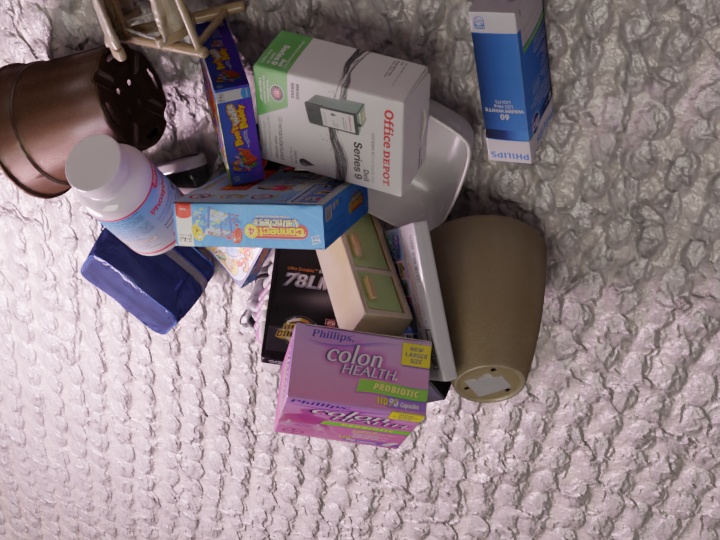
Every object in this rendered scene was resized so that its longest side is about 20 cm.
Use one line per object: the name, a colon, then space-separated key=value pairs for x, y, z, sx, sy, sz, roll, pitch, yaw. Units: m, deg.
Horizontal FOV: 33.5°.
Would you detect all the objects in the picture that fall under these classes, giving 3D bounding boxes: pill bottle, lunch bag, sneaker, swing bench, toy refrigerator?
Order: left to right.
pill bottle: x=-0.317 y=-0.104 z=1.630 sx=0.108 sy=0.110 sz=0.200 roll=11 pitch=163 yaw=21
swing bench: x=-0.279 y=-0.381 z=1.506 sx=0.198 sy=0.130 sz=0.200 roll=3 pitch=132 yaw=28
lunch bag: x=-0.338 y=-0.013 z=1.895 sx=0.200 sy=0.133 sz=0.136 roll=40 pitch=153 yaw=-11
sneaker: x=-0.293 y=-0.104 z=1.787 sx=0.199 sy=0.073 sz=0.113 roll=-5 pitch=105 yaw=44
sneaker: x=-0.096 y=0.019 z=1.751 sx=0.088 sy=0.202 sz=0.080 roll=21 pitch=164 yaw=-13
sneaker: x=-0.091 y=0.052 z=1.819 sx=0.198 sy=0.115 sz=0.076 roll=2 pitch=135 yaw=29
toy refrigerator: x=0.000 y=0.000 z=1.583 sx=0.075 sy=0.201 sz=0.070 roll=9 pitch=136 yaw=-30

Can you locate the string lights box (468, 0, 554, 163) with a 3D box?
string lights box: x=0.179 y=-0.237 z=1.394 sx=0.058 sy=0.103 sz=0.202 roll=7 pitch=133 yaw=23

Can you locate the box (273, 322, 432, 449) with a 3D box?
box: x=-0.014 y=0.153 z=1.543 sx=0.174 sy=0.098 sz=0.200 roll=9 pitch=158 yaw=-6

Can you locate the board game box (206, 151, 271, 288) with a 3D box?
board game box: x=-0.178 y=-0.082 z=1.773 sx=0.136 sy=0.034 sz=0.201 roll=47 pitch=140 yaw=12

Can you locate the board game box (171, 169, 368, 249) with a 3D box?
board game box: x=-0.108 y=-0.080 z=1.506 sx=0.193 sy=0.200 sz=0.057 roll=2 pitch=106 yaw=16

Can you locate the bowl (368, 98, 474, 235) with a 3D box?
bowl: x=0.049 y=-0.162 z=1.565 sx=0.198 sy=0.075 sz=0.201 roll=27 pitch=139 yaw=5

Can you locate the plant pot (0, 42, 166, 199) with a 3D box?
plant pot: x=-0.393 y=-0.220 z=1.692 sx=0.196 sy=0.201 sz=0.201 roll=-12 pitch=124 yaw=29

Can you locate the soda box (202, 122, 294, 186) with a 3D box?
soda box: x=-0.152 y=-0.130 z=1.652 sx=0.071 sy=0.063 sz=0.200 roll=49 pitch=114 yaw=10

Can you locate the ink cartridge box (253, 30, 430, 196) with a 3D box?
ink cartridge box: x=-0.022 y=-0.192 z=1.462 sx=0.198 sy=0.084 sz=0.147 roll=16 pitch=136 yaw=17

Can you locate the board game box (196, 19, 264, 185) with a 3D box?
board game box: x=-0.171 y=-0.220 z=1.545 sx=0.044 sy=0.201 sz=0.136 roll=-12 pitch=126 yaw=-8

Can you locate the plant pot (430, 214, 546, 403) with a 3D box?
plant pot: x=0.163 y=0.065 z=1.577 sx=0.185 sy=0.202 sz=0.188 roll=-1 pitch=144 yaw=-1

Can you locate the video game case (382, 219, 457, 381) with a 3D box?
video game case: x=0.073 y=0.041 z=1.563 sx=0.182 sy=0.023 sz=0.203 roll=168 pitch=91 yaw=-77

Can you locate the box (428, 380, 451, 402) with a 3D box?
box: x=0.030 y=0.127 z=1.822 sx=0.198 sy=0.105 sz=0.148 roll=-14 pitch=128 yaw=39

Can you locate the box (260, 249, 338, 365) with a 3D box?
box: x=-0.031 y=0.042 z=1.680 sx=0.197 sy=0.201 sz=0.050 roll=9 pitch=167 yaw=-4
